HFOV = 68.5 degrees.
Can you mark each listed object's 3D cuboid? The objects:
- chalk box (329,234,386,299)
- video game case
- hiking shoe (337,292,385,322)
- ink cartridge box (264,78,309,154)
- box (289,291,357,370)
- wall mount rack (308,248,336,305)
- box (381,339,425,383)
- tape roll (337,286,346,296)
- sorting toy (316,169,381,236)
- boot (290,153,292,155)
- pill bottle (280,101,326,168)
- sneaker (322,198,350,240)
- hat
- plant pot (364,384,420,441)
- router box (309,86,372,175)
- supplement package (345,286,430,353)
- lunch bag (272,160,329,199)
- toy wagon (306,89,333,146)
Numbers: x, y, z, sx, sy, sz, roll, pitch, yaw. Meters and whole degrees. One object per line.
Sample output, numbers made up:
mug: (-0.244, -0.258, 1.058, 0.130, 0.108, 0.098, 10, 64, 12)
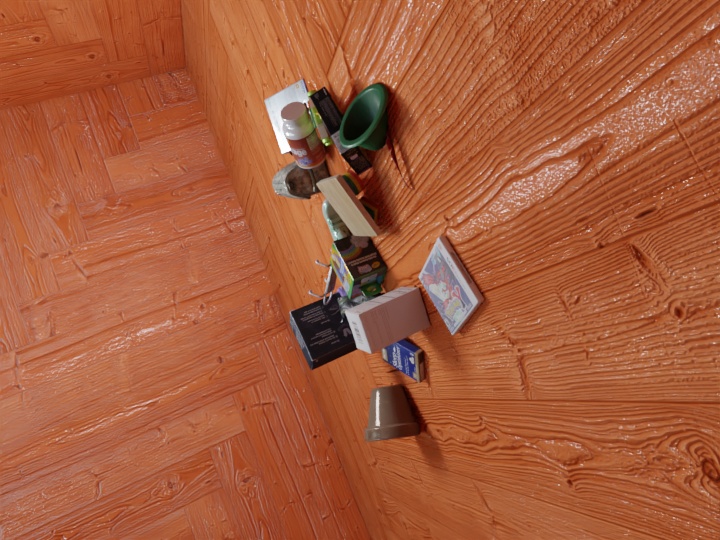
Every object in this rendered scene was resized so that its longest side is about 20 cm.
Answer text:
chalk box: (0.000, 0.000, 1.685, 0.201, 0.123, 0.124, 62, 160, 24)
video game case: (0.215, 0.041, 1.293, 0.184, 0.023, 0.201, 62, 160, 22)
hiking shoe: (0.015, 0.127, 1.748, 0.198, 0.075, 0.102, -6, 92, 37)
ink cartridge box: (-0.225, -0.528, 1.826, 0.198, 0.043, 0.199, -12, 99, 36)
box: (-0.129, 0.216, 1.891, 0.201, 0.195, 0.118, 61, 160, 22)
wall mount rack: (-0.114, 0.010, 1.853, 0.074, 0.174, 0.202, 19, 110, 14)
box: (0.121, 0.263, 1.687, 0.199, 0.032, 0.122, 27, 137, 42)
tape roll: (-0.006, 0.140, 1.905, 0.200, 0.084, 0.202, 53, 154, 39)
sorting toy: (-0.019, -0.200, 1.544, 0.201, 0.069, 0.198, 53, 167, -16)
boot: (-0.273, -0.531, 1.968, 0.097, 0.074, 0.201, 53, 157, 33)
pill bottle: (-0.186, -0.434, 1.700, 0.113, 0.111, 0.201, 55, 172, 36)
sneaker: (-0.066, -0.145, 1.789, 0.118, 0.073, 0.202, -124, 13, -51)
hat: (0.059, -0.334, 1.332, 0.165, 0.175, 0.202, 13, 79, 53)
plant pot: (0.101, 0.498, 1.856, 0.200, 0.197, 0.177, 130, 134, -68)
router box: (-0.050, -0.377, 1.445, 0.202, 0.052, 0.157, 63, -170, 17)
supplement package: (0.077, 0.136, 1.496, 0.117, 0.198, 0.118, -1, 109, 69)
lunch bag: (-0.217, -0.323, 1.882, 0.200, 0.166, 0.141, 21, 129, 66)
toy wagon: (-0.124, -0.459, 1.592, 0.200, 0.039, 0.157, -68, -41, -82)
